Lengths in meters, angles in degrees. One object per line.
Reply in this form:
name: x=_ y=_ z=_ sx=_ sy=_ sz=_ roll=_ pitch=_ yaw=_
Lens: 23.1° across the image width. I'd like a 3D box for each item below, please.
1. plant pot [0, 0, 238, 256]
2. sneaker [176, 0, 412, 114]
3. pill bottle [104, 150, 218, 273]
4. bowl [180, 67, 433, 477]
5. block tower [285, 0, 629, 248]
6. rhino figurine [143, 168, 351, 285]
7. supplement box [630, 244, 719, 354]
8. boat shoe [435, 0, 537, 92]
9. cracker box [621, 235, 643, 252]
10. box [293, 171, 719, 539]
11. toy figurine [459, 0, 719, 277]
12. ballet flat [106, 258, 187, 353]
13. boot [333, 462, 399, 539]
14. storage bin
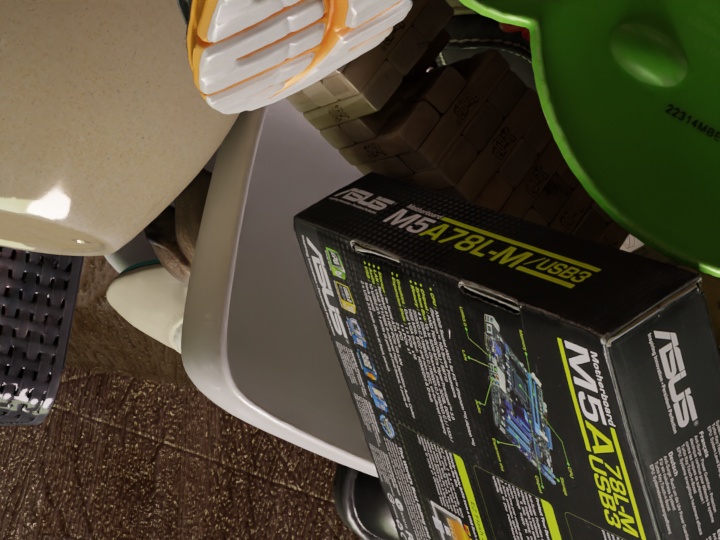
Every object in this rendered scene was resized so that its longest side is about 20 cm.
plant pot: x=-0.135 y=-0.082 z=0.741 sx=0.198 sy=0.136 sz=0.200 roll=8 pitch=170 yaw=1
sneaker: x=-0.035 y=-0.119 z=0.530 sx=0.078 sy=0.078 sz=0.200 roll=-28 pitch=154 yaw=-9
pill bottle: x=-0.090 y=-0.024 z=1.082 sx=0.113 sy=0.115 sz=0.200 roll=7 pitch=170 yaw=7
bowl: x=0.000 y=0.000 z=0.856 sx=0.199 sy=0.201 sz=0.074 roll=25 pitch=157 yaw=-35
block tower: x=0.016 y=-0.068 z=0.663 sx=0.200 sy=0.054 sz=0.058 roll=43 pitch=160 yaw=-18
rhino figurine: x=-0.034 y=-0.041 z=0.926 sx=0.199 sy=0.088 sz=0.060 roll=-15 pitch=159 yaw=-41
supplement box: x=0.190 y=0.031 z=0.707 sx=0.199 sy=0.135 sz=0.200 roll=-29 pitch=-179 yaw=7
boat shoe: x=0.082 y=-0.070 z=0.808 sx=0.071 sy=0.067 sz=0.201 roll=5 pitch=169 yaw=23
cracker box: x=0.154 y=0.004 z=0.944 sx=0.198 sy=0.135 sz=0.058 roll=4 pitch=-165 yaw=27
box: x=0.065 y=0.076 z=0.624 sx=0.047 sy=0.201 sz=0.193 roll=-29 pitch=-155 yaw=-25
toy figurine: x=0.102 y=-0.083 z=0.609 sx=0.199 sy=0.151 sz=0.184 roll=29 pitch=179 yaw=0
ballet flat: x=-0.039 y=0.029 z=0.946 sx=0.198 sy=0.070 sz=0.069 roll=-2 pitch=170 yaw=1
boot: x=0.106 y=0.113 z=0.904 sx=0.209 sy=0.080 sz=0.158 roll=-5 pitch=-172 yaw=-21
storage bin: x=-0.202 y=-0.027 z=0.909 sx=0.093 sy=0.202 sz=0.135 roll=14 pitch=169 yaw=-26
